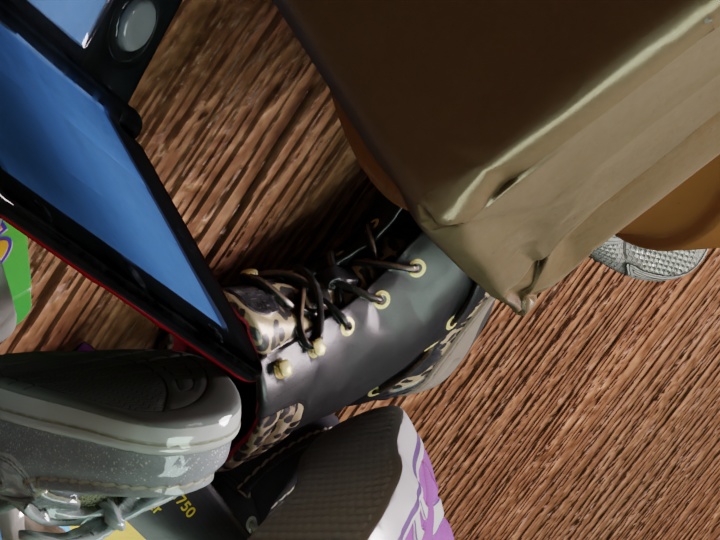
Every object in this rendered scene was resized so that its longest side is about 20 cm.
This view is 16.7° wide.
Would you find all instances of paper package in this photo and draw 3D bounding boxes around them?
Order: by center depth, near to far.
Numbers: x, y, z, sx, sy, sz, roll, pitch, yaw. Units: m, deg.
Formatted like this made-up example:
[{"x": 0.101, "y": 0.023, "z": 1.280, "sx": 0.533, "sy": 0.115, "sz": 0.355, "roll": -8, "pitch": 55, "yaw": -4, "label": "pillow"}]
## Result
[{"x": 0.057, "y": -0.128, "z": 0.721, "sx": 0.190, "sy": 0.200, "sz": 0.103, "roll": -37, "pitch": 156, "yaw": 8, "label": "paper package"}]

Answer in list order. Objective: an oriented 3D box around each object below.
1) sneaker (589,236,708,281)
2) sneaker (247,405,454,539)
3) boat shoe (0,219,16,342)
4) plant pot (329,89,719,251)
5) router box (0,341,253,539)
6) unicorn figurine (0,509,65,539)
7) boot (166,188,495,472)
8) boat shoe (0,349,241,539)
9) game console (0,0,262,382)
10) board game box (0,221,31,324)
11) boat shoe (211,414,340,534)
[{"x": 0.123, "y": -0.038, "z": 1.104, "sx": 0.078, "sy": 0.082, "sz": 0.200, "roll": -40, "pitch": 150, "yaw": 1, "label": "sneaker"}, {"x": 0.012, "y": 0.139, "z": 1.055, "sx": 0.072, "sy": 0.115, "sz": 0.200, "roll": -19, "pitch": -170, "yaw": 17, "label": "sneaker"}, {"x": -0.151, "y": -0.002, "z": 0.743, "sx": 0.071, "sy": 0.070, "sz": 0.201, "roll": -36, "pitch": 173, "yaw": -14, "label": "boat shoe"}, {"x": 0.072, "y": -0.098, "z": 0.903, "sx": 0.139, "sy": 0.201, "sz": 0.201, "roll": -11, "pitch": 141, "yaw": -23, "label": "plant pot"}, {"x": -0.112, "y": 0.150, "z": 1.034, "sx": 0.149, "sy": 0.051, "sz": 0.200, "roll": -42, "pitch": 127, "yaw": -11, "label": "router box"}, {"x": -0.191, "y": 0.110, "z": 0.907, "sx": 0.200, "sy": 0.137, "sz": 0.074, "roll": -48, "pitch": -178, "yaw": -42, "label": "unicorn figurine"}, {"x": 0.000, "y": 0.000, "z": 1.049, "sx": 0.150, "sy": 0.073, "sz": 0.200, "roll": -23, "pitch": 153, "yaw": -40, "label": "boot"}, {"x": -0.103, "y": 0.062, "z": 0.809, "sx": 0.074, "sy": 0.201, "sz": 0.065, "roll": -8, "pitch": 93, "yaw": -38, "label": "boat shoe"}, {"x": -0.071, "y": -0.087, "z": 0.731, "sx": 0.173, "sy": 0.118, "sz": 0.200, "roll": -62, "pitch": 154, "yaw": -7, "label": "game console"}, {"x": -0.160, "y": -0.028, "z": 0.835, "sx": 0.095, "sy": 0.030, "sz": 0.201, "roll": -30, "pitch": 147, "yaw": -25, "label": "board game box"}, {"x": -0.081, "y": 0.128, "z": 1.125, "sx": 0.199, "sy": 0.060, "sz": 0.074, "roll": -31, "pitch": 150, "yaw": -25, "label": "boat shoe"}]
